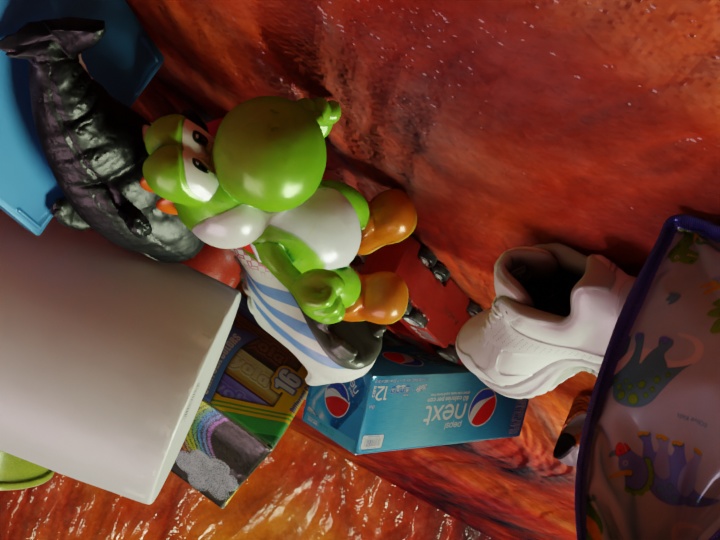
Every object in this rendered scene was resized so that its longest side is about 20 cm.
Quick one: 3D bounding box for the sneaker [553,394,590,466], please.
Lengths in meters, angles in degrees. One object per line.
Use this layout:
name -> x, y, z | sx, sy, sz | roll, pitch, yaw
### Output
sneaker -> 0.228, 0.140, 0.862 | 0.092, 0.076, 0.200 | 22, 174, -3

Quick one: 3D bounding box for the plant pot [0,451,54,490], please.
plant pot -> -0.325, 0.052, 0.886 | 0.200, 0.194, 0.200 | 18, -177, -1

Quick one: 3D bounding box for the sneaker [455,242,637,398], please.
sneaker -> 0.111, 0.022, 0.666 | 0.099, 0.078, 0.200 | 40, 155, -17

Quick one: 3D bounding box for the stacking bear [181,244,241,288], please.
stacking bear -> -0.179, -0.041, 0.831 | 0.200, 0.122, 0.114 | 31, -163, -8

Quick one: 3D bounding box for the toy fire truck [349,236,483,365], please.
toy fire truck -> 0.000, 0.000, 0.830 | 0.141, 0.049, 0.200 | 19, 164, 37

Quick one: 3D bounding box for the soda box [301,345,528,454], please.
soda box -> 0.052, 0.101, 0.873 | 0.200, 0.064, 0.068 | 4, -167, -44

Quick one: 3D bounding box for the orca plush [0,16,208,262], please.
orca plush -> -0.128, -0.056, 0.617 | 0.071, 0.105, 0.200 | 56, 161, 35

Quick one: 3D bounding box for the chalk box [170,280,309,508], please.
chalk box -> -0.147, 0.077, 0.905 | 0.200, 0.124, 0.125 | 37, 136, -1

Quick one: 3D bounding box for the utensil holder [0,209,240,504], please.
utensil holder -> -0.201, 0.047, 0.723 | 0.199, 0.170, 0.170 | 23, 166, -2

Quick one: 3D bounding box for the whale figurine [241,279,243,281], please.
whale figurine -> -0.175, -0.028, 0.960 | 0.200, 0.104, 0.159 | 31, 166, -19

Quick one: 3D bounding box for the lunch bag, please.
lunch bag -> 0.184, 0.103, 0.515 | 0.127, 0.200, 0.170 | 16, 161, 44

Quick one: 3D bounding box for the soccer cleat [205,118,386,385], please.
soccer cleat -> -0.063, -0.006, 0.737 | 0.200, 0.070, 0.086 | 57, 142, 1

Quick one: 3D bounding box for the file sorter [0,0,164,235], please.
file sorter -> -0.230, -0.140, 0.602 | 0.122, 0.139, 0.200 | 28, 167, 23

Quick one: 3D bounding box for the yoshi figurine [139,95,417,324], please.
yoshi figurine -> -0.030, -0.037, 0.612 | 0.200, 0.112, 0.112 | 28, -166, -49

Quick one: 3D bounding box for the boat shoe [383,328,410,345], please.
boat shoe -> 0.003, 0.081, 1.057 | 0.199, 0.073, 0.065 | 10, 172, 28
